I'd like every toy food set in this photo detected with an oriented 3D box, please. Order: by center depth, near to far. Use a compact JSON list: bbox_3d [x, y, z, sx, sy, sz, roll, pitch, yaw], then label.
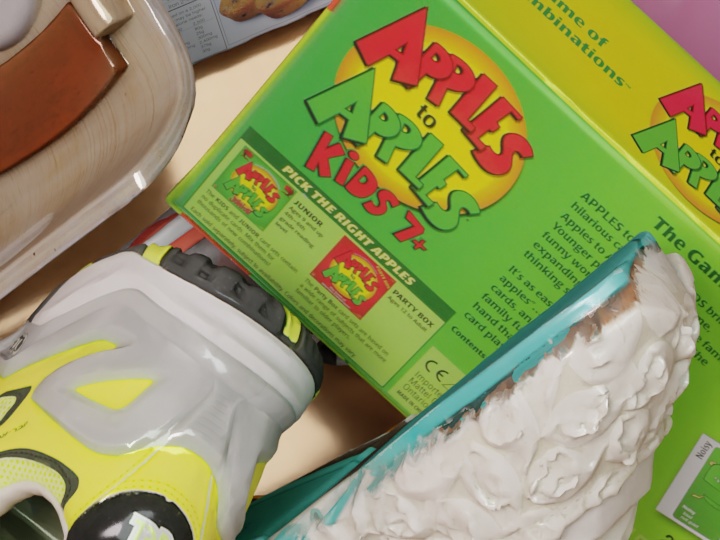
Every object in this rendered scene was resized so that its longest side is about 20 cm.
[{"bbox_3d":[-0.141,-0.076,0.716,0.060,0.143,0.200,-31,88,-48],"label":"toy food set"}]

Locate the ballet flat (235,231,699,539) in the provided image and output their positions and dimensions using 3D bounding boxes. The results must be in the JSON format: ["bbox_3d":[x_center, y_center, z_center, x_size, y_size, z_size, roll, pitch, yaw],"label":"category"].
[{"bbox_3d":[0.020,0.058,0.651,0.072,0.200,0.072,19,55,-29],"label":"ballet flat"}]

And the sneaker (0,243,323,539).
[{"bbox_3d":[-0.089,0.059,0.687,0.075,0.200,0.077,36,53,-15],"label":"sneaker"}]

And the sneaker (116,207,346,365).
[{"bbox_3d":[0.000,0.000,0.758,0.200,0.077,0.082,-33,94,-6],"label":"sneaker"}]

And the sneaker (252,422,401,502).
[{"bbox_3d":[0.032,0.074,0.753,0.199,0.078,0.078,-4,80,-4],"label":"sneaker"}]

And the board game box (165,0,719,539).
[{"bbox_3d":[0.062,0.012,0.673,0.200,0.102,0.048,42,40,-2],"label":"board game box"}]

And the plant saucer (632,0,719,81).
[{"bbox_3d":[0.109,-0.078,0.753,0.200,0.051,0.202,1,88,-32],"label":"plant saucer"}]

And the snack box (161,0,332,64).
[{"bbox_3d":[-0.016,-0.104,0.770,0.199,0.024,0.072,-24,128,-6],"label":"snack box"}]
